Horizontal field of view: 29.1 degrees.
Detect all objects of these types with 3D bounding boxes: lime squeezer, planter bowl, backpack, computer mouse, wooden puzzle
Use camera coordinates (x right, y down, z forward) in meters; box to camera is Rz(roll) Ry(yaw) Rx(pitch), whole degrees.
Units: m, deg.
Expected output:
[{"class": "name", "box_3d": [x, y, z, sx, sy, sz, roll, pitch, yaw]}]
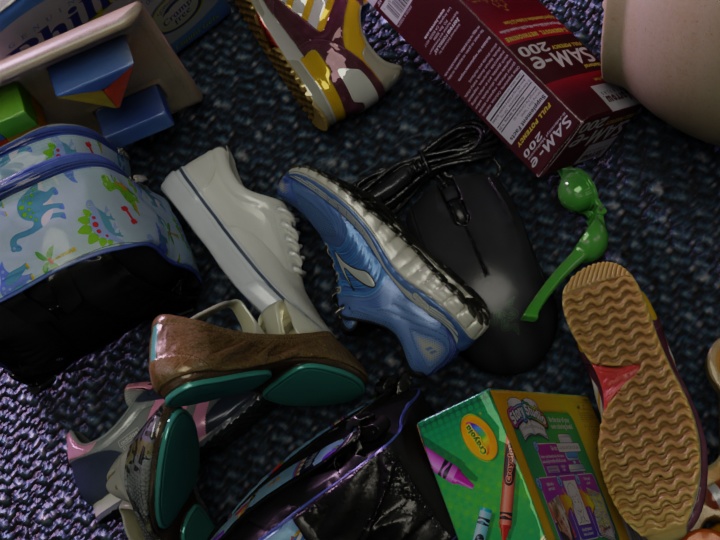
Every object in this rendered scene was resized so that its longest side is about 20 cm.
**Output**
[{"class": "lime squeezer", "box_3d": [0.153, -0.045, 1.059, 0.070, 0.038, 0.202, 0, 60, 2]}, {"class": "planter bowl", "box_3d": [0.248, -0.190, 1.007, 0.133, 0.200, 0.203, 9, 77, 14]}, {"class": "backpack", "box_3d": [-0.015, 0.187, 0.964, 0.199, 0.183, 0.135, -38, 90, 10]}, {"class": "computer mouse", "box_3d": [0.080, -0.015, 1.061, 0.137, 0.053, 0.201, -28, 74, 0]}, {"class": "backpack", "box_3d": [-0.232, -0.016, 1.028, 0.182, 0.200, 0.148, -28, 78, 1]}, {"class": "wooden puzzle", "box_3d": [-0.221, -0.119, 1.058, 0.183, 0.200, 0.047, -23, 77, 2]}]

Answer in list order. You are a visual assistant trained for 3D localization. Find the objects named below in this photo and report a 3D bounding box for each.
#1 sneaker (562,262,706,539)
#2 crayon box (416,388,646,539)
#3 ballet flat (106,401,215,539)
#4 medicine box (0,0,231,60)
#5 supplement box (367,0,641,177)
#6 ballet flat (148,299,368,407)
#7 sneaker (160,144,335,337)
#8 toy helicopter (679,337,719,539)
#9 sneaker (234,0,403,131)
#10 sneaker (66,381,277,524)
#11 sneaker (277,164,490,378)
[{"class": "sneaker", "box_3d": [0.201, 0.096, 0.975, 0.074, 0.090, 0.202, -18, 62, 19]}, {"class": "crayon box", "box_3d": [0.121, 0.147, 0.936, 0.058, 0.199, 0.120, -27, 72, 23]}, {"class": "ballet flat", "box_3d": [-0.145, 0.164, 0.985, 0.071, 0.202, 0.073, -4, 44, 4]}, {"class": "medicine box", "box_3d": [-0.219, -0.225, 1.083, 0.181, 0.200, 0.103, -37, 73, -2]}, {"class": "supplement box", "box_3d": [0.110, -0.168, 1.061, 0.200, 0.108, 0.061, 48, 125, 16]}, {"class": "ballet flat", "box_3d": [-0.071, 0.056, 0.975, 0.068, 0.199, 0.073, -35, 65, 36]}, {"class": "sneaker", "box_3d": [-0.075, -0.018, 1.075, 0.071, 0.073, 0.200, -40, 74, -1]}, {"class": "toy helicopter", "box_3d": [0.280, 0.143, 0.981, 0.131, 0.079, 0.202, 0, 72, 8]}, {"class": "sneaker", "box_3d": [-0.044, -0.214, 1.126, 0.089, 0.075, 0.201, -29, 80, -8]}, {"class": "sneaker", "box_3d": [-0.136, 0.105, 1.055, 0.199, 0.070, 0.082, -35, 76, -3]}, {"class": "sneaker", "box_3d": [0.000, 0.000, 1.027, 0.089, 0.078, 0.200, -49, 66, 11]}]
